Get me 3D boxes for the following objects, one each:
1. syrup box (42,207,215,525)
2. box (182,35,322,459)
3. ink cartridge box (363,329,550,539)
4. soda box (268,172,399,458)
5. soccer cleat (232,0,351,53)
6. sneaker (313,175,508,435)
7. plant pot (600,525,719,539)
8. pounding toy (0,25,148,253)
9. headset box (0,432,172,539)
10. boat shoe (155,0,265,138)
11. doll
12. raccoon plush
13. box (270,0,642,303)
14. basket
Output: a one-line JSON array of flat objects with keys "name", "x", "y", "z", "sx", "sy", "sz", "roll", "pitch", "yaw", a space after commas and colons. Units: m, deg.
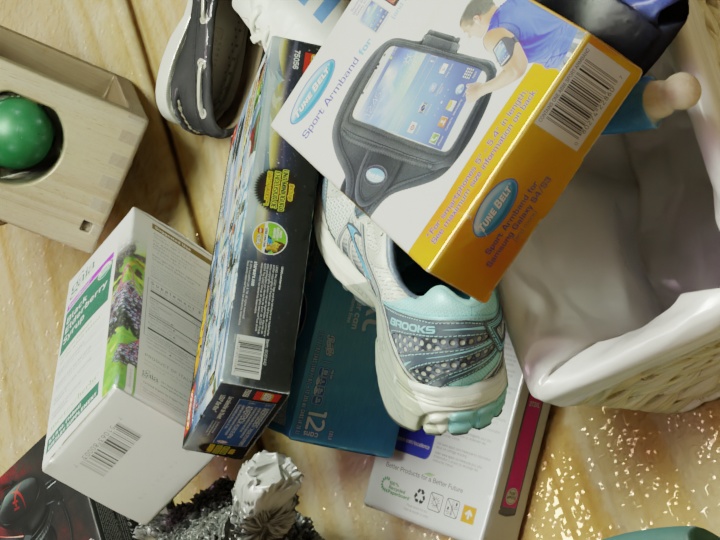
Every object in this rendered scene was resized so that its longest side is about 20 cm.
[{"name": "syrup box", "x": -0.139, "y": 0.055, "z": 1.054, "sx": 0.079, "sy": 0.081, "sz": 0.200, "roll": -46, "pitch": 26, "yaw": 23}, {"name": "box", "x": -0.057, "y": -0.009, "z": 0.926, "sx": 0.137, "sy": 0.040, "sz": 0.200, "roll": 126, "pitch": 153, "yaw": -66}, {"name": "ink cartridge box", "x": 0.066, "y": 0.049, "z": 0.941, "sx": 0.095, "sy": 0.037, "sz": 0.200, "roll": 13, "pitch": 91, "yaw": 47}, {"name": "soda box", "x": 0.000, "y": 0.000, "z": 0.955, "sx": 0.064, "sy": 0.068, "sz": 0.200, "roll": 13, "pitch": 89, "yaw": 65}, {"name": "soccer cleat", "x": -0.034, "y": -0.141, "z": 1.046, "sx": 0.070, "sy": 0.086, "sz": 0.200, "roll": 96, "pitch": 168, "yaw": -61}, {"name": "sneaker", "x": 0.031, "y": -0.015, "z": 0.830, "sx": 0.200, "sy": 0.078, "sz": 0.086, "roll": -115, "pitch": 22, "yaw": -47}, {"name": "plant pot", "x": 0.126, "y": 0.210, "z": 0.737, "sx": 0.161, "sy": 0.201, "sz": 0.201, "roll": -42, "pitch": 52, "yaw": 15}, {"name": "pounding toy", "x": -0.259, "y": -0.084, "z": 1.139, "sx": 0.142, "sy": 0.184, "sz": 0.200, "roll": -65, "pitch": 18, "yaw": 10}, {"name": "headset box", "x": -0.211, "y": 0.215, "z": 1.138, "sx": 0.200, "sy": 0.075, "sz": 0.149, "roll": -41, "pitch": 54, "yaw": 29}, {"name": "boat shoe", "x": -0.083, "y": -0.187, "z": 1.123, "sx": 0.060, "sy": 0.074, "sz": 0.200, "roll": 25, "pitch": 100, "yaw": 45}, {"name": "doll", "x": 0.116, "y": -0.116, "z": 0.752, "sx": 0.200, "sy": 0.048, "sz": 0.136, "roll": -52, "pitch": 48, "yaw": 22}, {"name": "raccoon plush", "x": -0.070, "y": 0.139, "z": 0.988, "sx": 0.134, "sy": 0.097, "sz": 0.200, "roll": 52, "pitch": 138, "yaw": 39}, {"name": "box", "x": 0.031, "y": -0.081, "z": 0.766, "sx": 0.119, "sy": 0.041, "sz": 0.200, "roll": -57, "pitch": 37, "yaw": 8}, {"name": "basket", "x": 0.146, "y": -0.040, "z": 0.825, "sx": 0.136, "sy": 0.123, "sz": 0.200, "roll": -30, "pitch": 60, "yaw": 35}]
